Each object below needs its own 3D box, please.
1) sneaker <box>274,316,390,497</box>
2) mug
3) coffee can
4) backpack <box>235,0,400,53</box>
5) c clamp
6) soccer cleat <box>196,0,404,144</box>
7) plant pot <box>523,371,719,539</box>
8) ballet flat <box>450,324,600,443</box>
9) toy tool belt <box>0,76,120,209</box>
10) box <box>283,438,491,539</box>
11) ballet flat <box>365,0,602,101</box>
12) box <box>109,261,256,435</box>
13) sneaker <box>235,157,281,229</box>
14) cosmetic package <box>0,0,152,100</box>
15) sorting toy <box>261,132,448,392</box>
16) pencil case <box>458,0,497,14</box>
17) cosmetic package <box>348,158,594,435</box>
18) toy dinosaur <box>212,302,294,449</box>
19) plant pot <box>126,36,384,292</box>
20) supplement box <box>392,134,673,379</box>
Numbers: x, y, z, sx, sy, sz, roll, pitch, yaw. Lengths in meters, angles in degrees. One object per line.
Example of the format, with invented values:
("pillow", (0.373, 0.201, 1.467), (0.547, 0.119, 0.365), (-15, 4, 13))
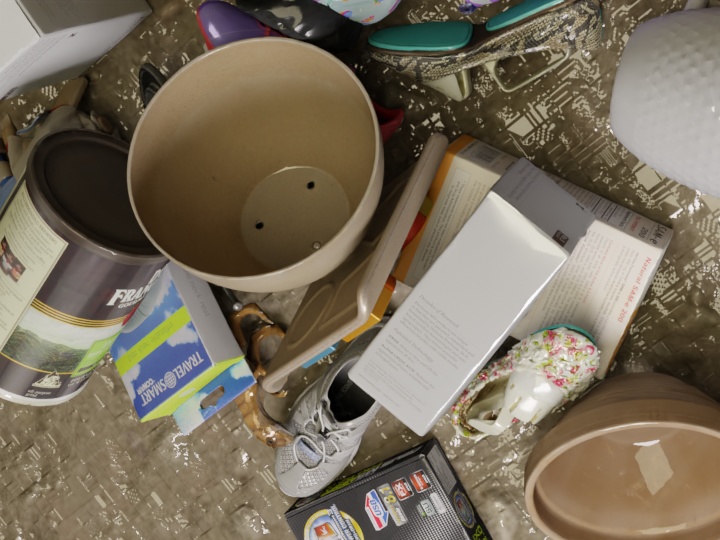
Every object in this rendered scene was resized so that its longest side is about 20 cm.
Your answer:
("sneaker", (-0.028, 0.129, 1.322), (0.075, 0.082, 0.200), (33, 113, 7))
("mug", (0.295, -0.150, 1.114), (0.175, 0.148, 0.201), (16, 79, 22))
("coffee can", (-0.256, -0.001, 1.256), (0.146, 0.146, 0.200), (42, 123, 4))
("backpack", (-0.008, -0.278, 1.174), (0.126, 0.167, 0.201), (28, 99, 1))
("c clamp", (-0.148, -0.081, 1.275), (0.027, 0.171, 0.201), (-20, 111, -16))
("soccer cleat", (-0.050, -0.167, 1.225), (0.076, 0.067, 0.200), (-33, 121, 29))
("plant pot", (0.234, 0.151, 1.212), (0.200, 0.093, 0.201), (2, 137, 1))
("ballet flat", (0.134, 0.103, 1.218), (0.075, 0.064, 0.200), (32, 153, -8))
("toy tool belt", (-0.308, -0.080, 1.358), (0.200, 0.125, 0.123), (-40, 52, 20))
("box", (0.045, 0.277, 1.359), (0.160, 0.044, 0.201), (-26, 95, 23))
("ballet flat", (0.104, -0.180, 1.206), (0.199, 0.068, 0.076), (-11, 117, 19))
("box", (-0.185, 0.042, 1.331), (0.122, 0.048, 0.201), (-37, 74, 37))
("sneaker", (-0.094, -0.109, 1.275), (0.073, 0.087, 0.201), (-6, 102, 20))
("cosmetic package", (-0.278, -0.212, 1.250), (0.113, 0.200, 0.081), (-35, 91, 26))
("sorting toy", (0.000, 0.000, 1.191), (0.036, 0.186, 0.200), (33, 146, -10))
("pencil case", (0.158, -0.275, 1.144), (0.199, 0.085, 0.084), (-19, 78, 21))
("cosmetic package", (0.088, 0.020, 1.148), (0.081, 0.113, 0.200), (37, 114, 5))
("toy dinosaur", (-0.124, 0.076, 1.344), (0.106, 0.060, 0.200), (-44, 64, -1))
("plant pot", (-0.067, -0.065, 1.162), (0.199, 0.135, 0.201), (-5, 69, 13))
("supplement box", (0.144, -0.014, 1.227), (0.199, 0.074, 0.126), (27, 112, 10))
